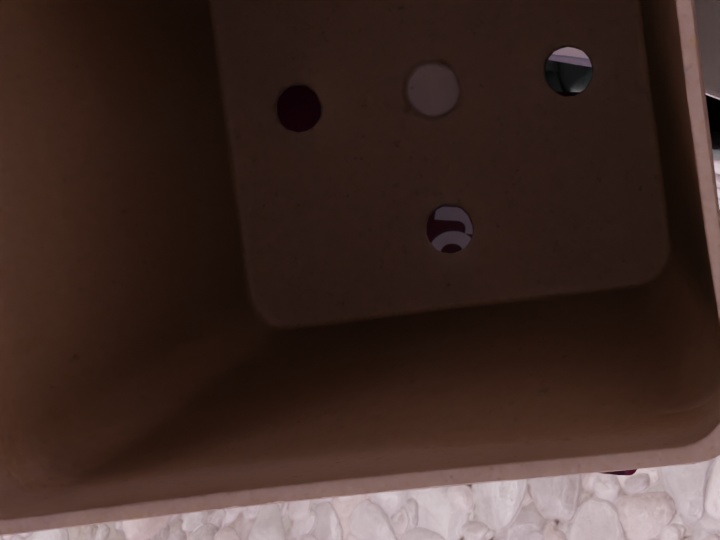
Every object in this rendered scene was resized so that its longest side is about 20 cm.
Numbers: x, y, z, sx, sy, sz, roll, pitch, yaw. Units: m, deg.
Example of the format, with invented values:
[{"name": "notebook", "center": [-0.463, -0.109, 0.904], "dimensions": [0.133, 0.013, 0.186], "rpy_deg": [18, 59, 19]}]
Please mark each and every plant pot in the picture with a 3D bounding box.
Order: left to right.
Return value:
[{"name": "plant pot", "center": [0.000, -0.049, 0.706], "dimensions": [0.199, 0.201, 0.177], "rpy_deg": [-7, -179, 13]}]

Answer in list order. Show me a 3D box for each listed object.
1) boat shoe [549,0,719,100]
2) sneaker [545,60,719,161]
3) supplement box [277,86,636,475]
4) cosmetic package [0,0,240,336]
[{"name": "boat shoe", "center": [0.092, -0.096, 0.842], "dimensions": [0.200, 0.070, 0.072], "rpy_deg": [9, -163, 16]}, {"name": "sneaker", "center": [0.065, -0.082, 0.937], "dimensions": [0.200, 0.074, 0.118], "rpy_deg": [7, -177, -13]}, {"name": "supplement box", "center": [0.000, 0.000, 0.921], "dimensions": [0.199, 0.111, 0.086], "rpy_deg": [3, 160, 21]}, {"name": "cosmetic package", "center": [-0.097, -0.055, 0.778], "dimensions": [0.050, 0.083, 0.200], "rpy_deg": [-20, 135, 15]}]
